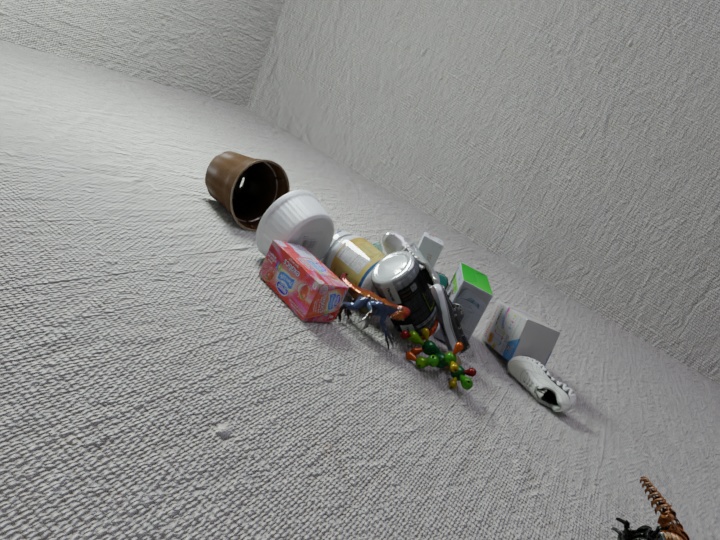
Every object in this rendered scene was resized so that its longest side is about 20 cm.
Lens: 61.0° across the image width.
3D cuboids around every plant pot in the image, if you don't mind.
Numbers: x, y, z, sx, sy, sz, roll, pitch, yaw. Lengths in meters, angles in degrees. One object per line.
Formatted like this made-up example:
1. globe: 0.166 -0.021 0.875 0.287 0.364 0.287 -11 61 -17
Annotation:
1. plant pot: -0.337 -0.242 1.751 0.196 0.206 0.197 29 13 40

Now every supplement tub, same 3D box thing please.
1. supplement tub: 0.000 0.000 1.599 0.143 0.148 0.199 7 24 -50
2. supplement tub: 0.113 0.066 1.480 0.203 0.120 0.123 62 -4 -30

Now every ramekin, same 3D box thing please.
1. ramekin: -0.157 -0.089 1.539 0.098 0.203 0.198 43 22 29

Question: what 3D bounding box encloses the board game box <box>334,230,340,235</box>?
1. board game box: -0.035 -0.058 1.913 0.132 0.046 0.200 28 16 2

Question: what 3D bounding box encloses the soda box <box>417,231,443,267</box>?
1. soda box: 0.173 -0.004 1.793 0.067 0.204 0.064 25 16 1

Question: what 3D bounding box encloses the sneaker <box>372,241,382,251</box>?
1. sneaker: 0.073 -0.018 1.732 0.194 0.122 0.074 9 0 -2

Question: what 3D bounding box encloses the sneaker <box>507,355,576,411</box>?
1. sneaker: 0.461 0.294 1.590 0.080 0.077 0.198 -9 35 -46

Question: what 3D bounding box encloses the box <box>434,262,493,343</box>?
1. box: 0.279 0.096 1.698 0.094 0.180 0.200 25 15 0

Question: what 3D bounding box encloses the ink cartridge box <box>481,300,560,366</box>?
1. ink cartridge box: 0.451 0.185 1.765 0.122 0.132 0.200 20 8 -21

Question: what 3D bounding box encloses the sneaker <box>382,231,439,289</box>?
1. sneaker: 0.136 -0.026 1.581 0.200 0.071 0.080 45 1 0

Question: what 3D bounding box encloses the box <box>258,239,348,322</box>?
1. box: -0.132 0.024 1.399 0.101 0.097 0.199 8 25 -48

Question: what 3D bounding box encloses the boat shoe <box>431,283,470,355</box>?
1. boat shoe: 0.232 0.119 1.533 0.065 0.205 0.070 -22 17 -8

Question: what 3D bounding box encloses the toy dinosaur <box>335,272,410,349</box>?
1. toy dinosaur: 0.027 0.076 1.387 0.177 0.207 0.104 -15 -17 26

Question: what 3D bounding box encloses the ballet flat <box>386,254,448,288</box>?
1. ballet flat: 0.145 0.015 1.677 0.194 0.070 0.075 19 -14 -9

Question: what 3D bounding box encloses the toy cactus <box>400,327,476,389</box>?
1. toy cactus: 0.194 0.200 1.423 0.197 0.105 0.164 26 3 31

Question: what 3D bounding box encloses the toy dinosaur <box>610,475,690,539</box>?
1. toy dinosaur: 0.490 0.449 0.997 0.101 0.133 0.206 31 50 -44
